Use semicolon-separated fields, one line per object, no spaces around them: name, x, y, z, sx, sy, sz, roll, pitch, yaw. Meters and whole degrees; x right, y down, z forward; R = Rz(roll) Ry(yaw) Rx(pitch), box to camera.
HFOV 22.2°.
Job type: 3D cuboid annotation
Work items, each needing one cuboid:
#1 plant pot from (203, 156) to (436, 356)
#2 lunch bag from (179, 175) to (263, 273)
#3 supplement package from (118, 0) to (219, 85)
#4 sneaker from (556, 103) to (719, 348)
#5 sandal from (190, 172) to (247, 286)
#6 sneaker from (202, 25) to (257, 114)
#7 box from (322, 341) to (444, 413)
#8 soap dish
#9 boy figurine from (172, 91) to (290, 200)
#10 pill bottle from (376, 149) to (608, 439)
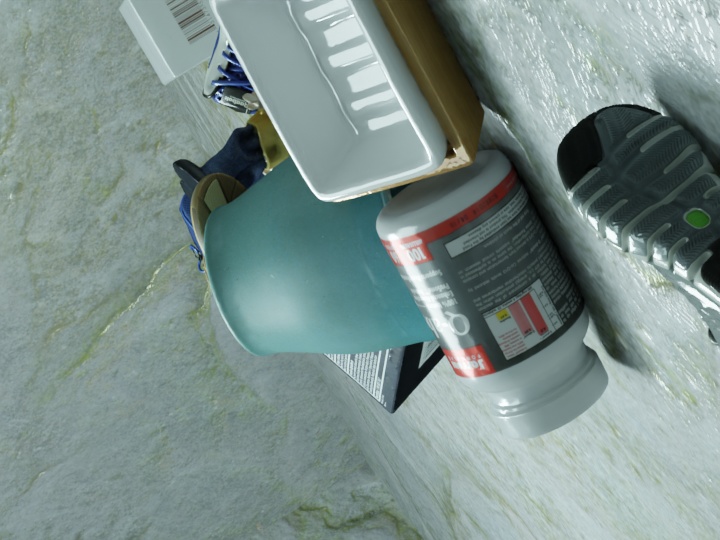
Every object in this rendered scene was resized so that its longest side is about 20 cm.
plant pot;-0.022;-0.016;1.551;0.200;0.187;0.201;53;-153;-43
lunch bag;-0.138;-0.068;2.416;0.136;0.199;0.132;50;174;19
supplement package;-0.219;-0.312;2.281;0.117;0.117;0.200;59;173;-9
sneaker;0.179;0.000;0.974;0.200;0.075;0.116;50;171;47
sandal;-0.107;-0.001;1.663;0.054;0.081;0.201;-1;138;33
sneaker;-0.098;-0.212;1.718;0.199;0.080;0.116;124;155;-71
box;0.000;0.000;1.751;0.198;0.123;0.200;39;158;13
soap dish;-0.008;-0.157;1.363;0.157;0.081;0.201;-14;112;46
boy figurine;-0.081;-0.138;1.687;0.064;0.200;0.125;38;167;23
pill bottle;0.105;0.020;1.402;0.201;0.115;0.116;60;173;-14
